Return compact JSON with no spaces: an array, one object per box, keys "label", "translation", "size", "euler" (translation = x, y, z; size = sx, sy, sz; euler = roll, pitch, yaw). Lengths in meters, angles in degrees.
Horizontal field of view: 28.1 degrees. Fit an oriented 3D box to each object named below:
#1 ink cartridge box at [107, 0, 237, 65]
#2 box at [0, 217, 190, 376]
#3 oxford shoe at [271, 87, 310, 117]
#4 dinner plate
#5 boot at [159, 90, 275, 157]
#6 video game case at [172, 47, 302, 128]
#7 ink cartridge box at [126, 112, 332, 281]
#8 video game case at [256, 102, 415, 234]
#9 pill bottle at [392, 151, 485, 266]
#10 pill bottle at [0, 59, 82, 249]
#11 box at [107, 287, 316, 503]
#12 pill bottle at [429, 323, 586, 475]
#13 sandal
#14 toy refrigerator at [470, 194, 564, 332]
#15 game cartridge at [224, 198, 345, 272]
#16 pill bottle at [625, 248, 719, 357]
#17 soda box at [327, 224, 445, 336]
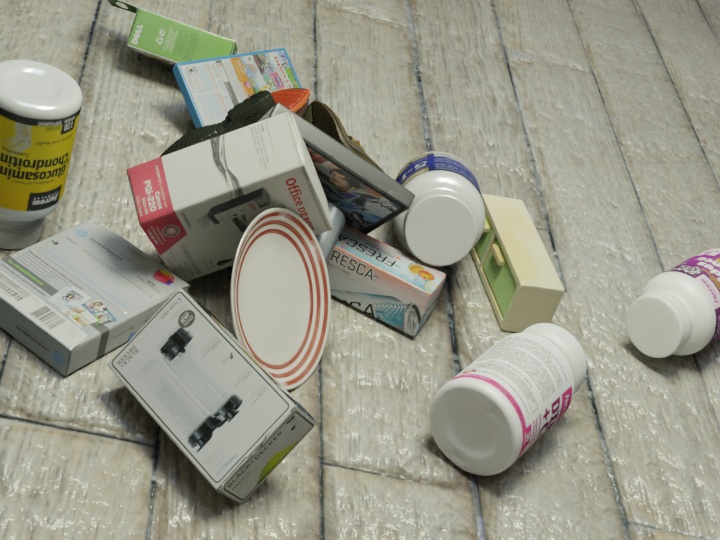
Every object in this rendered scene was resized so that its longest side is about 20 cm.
[{"label":"ink cartridge box","translation":[-0.279,-0.331,2.070],"size":[0.198,0.060,0.104],"euler":[19,3,-4]},{"label":"box","translation":[-0.312,0.024,1.599],"size":[0.155,0.041,0.200],"euler":[33,36,18]},{"label":"oxford shoe","translation":[-0.120,-0.187,1.970],"size":[0.071,0.073,0.200],"euler":[5,36,24]},{"label":"dinner plate","translation":[-0.093,0.032,1.596],"size":[0.024,0.202,0.200],"euler":[-1,22,31]},{"label":"boot","translation":[-0.164,-0.130,1.850],"size":[0.131,0.199,0.068],"euler":[58,9,-21]},{"label":"video game case","translation":[-0.156,-0.233,2.006],"size":[0.199,0.018,0.144],"euler":[-17,80,-42]},{"label":"ink cartridge box","translation":[-0.146,-0.081,1.641],"size":[0.198,0.146,0.085],"euler":[-21,58,2]},{"label":"video game case","translation":[-0.054,-0.113,1.750],"size":[0.199,0.181,0.026],"euler":[33,67,-13]},{"label":"pill bottle","translation":[0.099,-0.076,1.842],"size":[0.119,0.121,0.200],"euler":[17,15,-4]},{"label":"pill bottle","translation":[-0.386,-0.128,1.629],"size":[0.111,0.201,0.112],"euler":[14,34,-9]},{"label":"box","translation":[-0.153,0.126,1.464],"size":[0.200,0.117,0.060],"euler":[41,-4,31]},{"label":"pill bottle","translation":[0.173,0.139,1.625],"size":[0.113,0.114,0.200],"euler":[33,35,19]},{"label":"sandal","translation":[-0.018,-0.156,1.983],"size":[0.054,0.082,0.200],"euler":[6,31,-50]},{"label":"toy refrigerator","translation":[0.197,-0.010,1.886],"size":[0.069,0.076,0.201],"euler":[8,36,-18]},{"label":"game cartridge","translation":[-0.126,-0.057,1.735],"size":[0.198,0.134,0.042],"euler":[20,-13,14]},{"label":"pill bottle","translation":[0.436,0.047,1.899],"size":[0.112,0.113,0.199],"euler":[38,37,26]},{"label":"soda box","translation":[0.000,0.000,1.772],"size":[0.199,0.069,0.064],"euler":[27,31,11]}]
